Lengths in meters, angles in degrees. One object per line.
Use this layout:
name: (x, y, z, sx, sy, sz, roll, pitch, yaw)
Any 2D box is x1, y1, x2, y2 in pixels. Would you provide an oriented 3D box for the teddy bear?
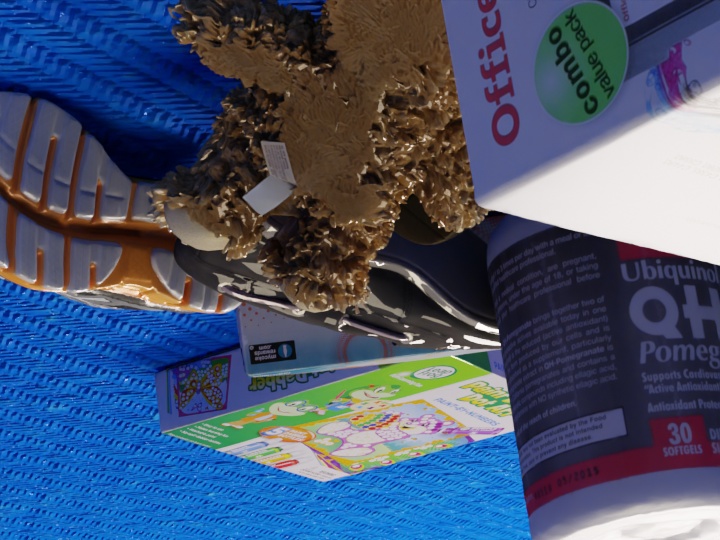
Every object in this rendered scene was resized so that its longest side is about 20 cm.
teddy bear: (-0.007, -0.061, 0.771, 0.145, 0.067, 0.200, 20, 132, 7)

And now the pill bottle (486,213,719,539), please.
pill bottle: (0.117, 0.024, 0.901, 0.111, 0.200, 0.111, -7, 161, -3)

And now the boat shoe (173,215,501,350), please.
boat shoe: (0.000, 0.000, 0.921, 0.200, 0.067, 0.057, 21, 133, -40)

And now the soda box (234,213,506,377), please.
soda box: (0.035, 0.011, 1.010, 0.200, 0.069, 0.064, -6, 177, -3)

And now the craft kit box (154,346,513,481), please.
craft kit box: (0.008, 0.077, 1.236, 0.197, 0.049, 0.200, -21, 157, 25)

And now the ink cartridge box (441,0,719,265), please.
ink cartridge box: (0.143, -0.109, 0.629, 0.146, 0.147, 0.200, 10, 153, -42)

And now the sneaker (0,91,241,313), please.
sneaker: (-0.136, -0.021, 0.875, 0.077, 0.078, 0.200, -1, 162, 39)

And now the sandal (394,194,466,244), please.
sandal: (0.051, -0.074, 0.822, 0.055, 0.082, 0.200, -26, 168, -35)
